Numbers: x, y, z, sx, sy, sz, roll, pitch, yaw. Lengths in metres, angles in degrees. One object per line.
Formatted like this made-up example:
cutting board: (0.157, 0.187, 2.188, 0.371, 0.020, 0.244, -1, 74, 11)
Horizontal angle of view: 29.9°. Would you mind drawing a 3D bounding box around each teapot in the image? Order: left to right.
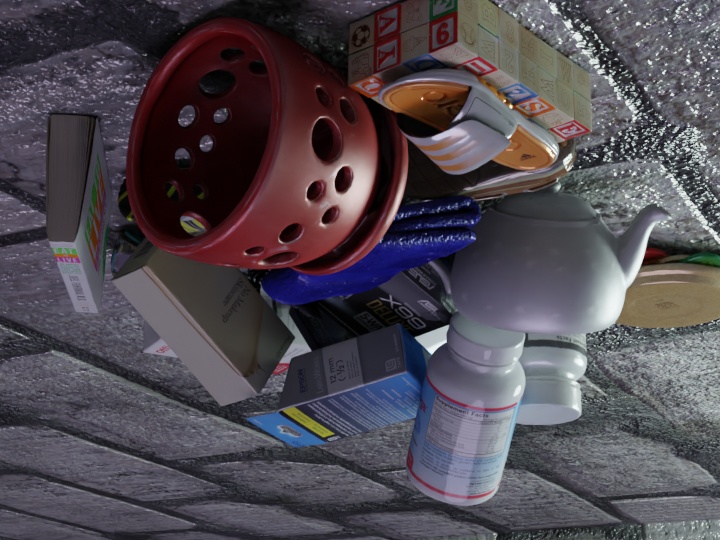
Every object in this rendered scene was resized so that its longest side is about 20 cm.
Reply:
teapot: (0.184, -0.023, 1.413, 0.199, 0.147, 0.197, -5, -166, -32)

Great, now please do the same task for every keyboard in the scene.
keyboard: (-0.096, 0.032, 1.593, 0.104, 0.040, 0.200, 39, 178, -3)

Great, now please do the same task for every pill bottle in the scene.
pill bottle: (0.118, 0.147, 1.471, 0.108, 0.109, 0.201, 5, 118, -10)
pill bottle: (0.204, 0.069, 1.560, 0.112, 0.201, 0.113, 2, 160, 1)

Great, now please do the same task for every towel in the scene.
towel: (0.011, -0.013, 1.309, 0.147, 0.050, 0.200, -14, 171, -36)

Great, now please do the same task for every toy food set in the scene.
toy food set: (0.370, 0.020, 1.636, 0.197, 0.049, 0.200, 15, 156, -32)

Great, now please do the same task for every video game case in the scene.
video game case: (0.025, 0.088, 1.691, 0.199, 0.143, 0.019, 0, 123, -28)

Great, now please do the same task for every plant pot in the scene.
plant pot: (-0.073, -0.092, 1.155, 0.200, 0.202, 0.182, -16, 156, 40)

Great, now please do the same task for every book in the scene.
book: (-0.284, -0.052, 1.366, 0.048, 0.134, 0.200, 2, 160, -3)

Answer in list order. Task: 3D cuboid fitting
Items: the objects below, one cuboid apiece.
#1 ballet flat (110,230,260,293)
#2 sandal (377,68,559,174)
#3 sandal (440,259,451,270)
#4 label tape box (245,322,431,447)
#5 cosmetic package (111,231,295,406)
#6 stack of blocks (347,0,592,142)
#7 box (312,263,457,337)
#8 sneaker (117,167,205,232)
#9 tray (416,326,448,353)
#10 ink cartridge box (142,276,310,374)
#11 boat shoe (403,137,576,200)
ballet flat: (-0.213, 0.015, 1.613, 0.200, 0.072, 0.072, 22, 151, -34)
sandal: (0.100, -0.107, 1.127, 0.079, 0.060, 0.206, -17, 153, 40)
sandal: (0.072, 0.012, 1.623, 0.087, 0.080, 0.200, -36, 150, -5)
label tape box: (-0.016, 0.137, 1.547, 0.199, 0.066, 0.143, -17, 153, 18)
cosmetic package: (-0.176, 0.044, 1.531, 0.073, 0.104, 0.200, -20, 118, 42)
stack of blocks: (0.096, -0.163, 1.151, 0.115, 0.059, 0.199, -16, 154, 39)
box: (0.000, 0.000, 1.500, 0.200, 0.050, 0.157, 40, 144, -22)
sneaker: (-0.151, -0.077, 1.397, 0.199, 0.076, 0.076, 3, 170, 26)
tray: (0.122, 0.060, 1.643, 0.199, 0.022, 0.108, -21, 147, -36)
ink cartridge box: (-0.165, 0.067, 1.746, 0.199, 0.083, 0.147, 11, 158, -26)
boat shoe: (0.113, -0.098, 1.306, 0.199, 0.076, 0.072, -4, 161, 18)
